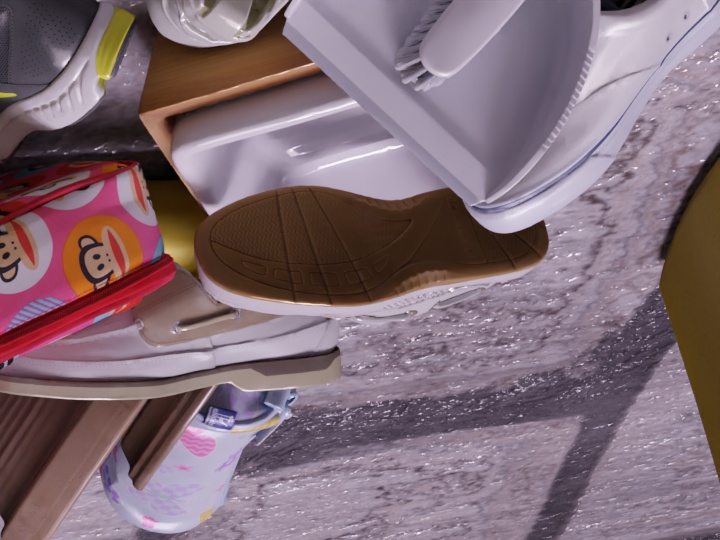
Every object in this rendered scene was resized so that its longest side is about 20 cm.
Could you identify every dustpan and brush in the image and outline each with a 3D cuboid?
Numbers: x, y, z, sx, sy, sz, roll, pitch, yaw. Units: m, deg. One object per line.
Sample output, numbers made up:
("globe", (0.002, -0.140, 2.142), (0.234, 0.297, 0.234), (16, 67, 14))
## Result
("dustpan and brush", (0.076, -0.147, 1.326), (0.200, 0.139, 0.057), (-49, -175, -4))

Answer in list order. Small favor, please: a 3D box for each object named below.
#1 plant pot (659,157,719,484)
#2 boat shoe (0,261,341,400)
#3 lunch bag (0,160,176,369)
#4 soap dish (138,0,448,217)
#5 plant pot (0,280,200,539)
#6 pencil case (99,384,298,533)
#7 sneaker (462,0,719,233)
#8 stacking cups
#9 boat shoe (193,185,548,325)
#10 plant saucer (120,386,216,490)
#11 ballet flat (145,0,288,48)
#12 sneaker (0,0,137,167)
("plant pot", (0.303, 0.013, 1.717), (0.199, 0.201, 0.177), (-11, 145, -3))
("boat shoe", (-0.104, 0.029, 1.470), (0.199, 0.069, 0.075), (-4, -172, -29))
("lunch bag", (-0.185, -0.005, 1.395), (0.176, 0.082, 0.200), (-27, -167, -29))
("soap dish", (-0.018, -0.079, 1.458), (0.156, 0.082, 0.200), (-16, 157, 7))
("plant pot", (-0.169, 0.062, 1.632), (0.092, 0.201, 0.201), (34, 147, -1))
("pencil case", (-0.107, 0.101, 1.819), (0.090, 0.084, 0.200), (13, 151, -15))
("sneaker", (0.113, -0.110, 1.419), (0.200, 0.073, 0.071), (-50, 133, 2))
("stacking cups", (-0.183, -0.023, 1.536), (0.199, 0.061, 0.061), (-1, 155, -19))
("boat shoe", (0.000, 0.000, 1.452), (0.199, 0.071, 0.069), (-3, 154, -27))
("plant saucer", (-0.079, 0.039, 1.619), (0.029, 0.200, 0.200), (36, 146, -2))
("ballet flat", (-0.048, -0.147, 1.297), (0.069, 0.070, 0.200), (5, 151, -35))
("sneaker", (-0.185, -0.102, 1.353), (0.084, 0.075, 0.200), (38, 144, -21))
